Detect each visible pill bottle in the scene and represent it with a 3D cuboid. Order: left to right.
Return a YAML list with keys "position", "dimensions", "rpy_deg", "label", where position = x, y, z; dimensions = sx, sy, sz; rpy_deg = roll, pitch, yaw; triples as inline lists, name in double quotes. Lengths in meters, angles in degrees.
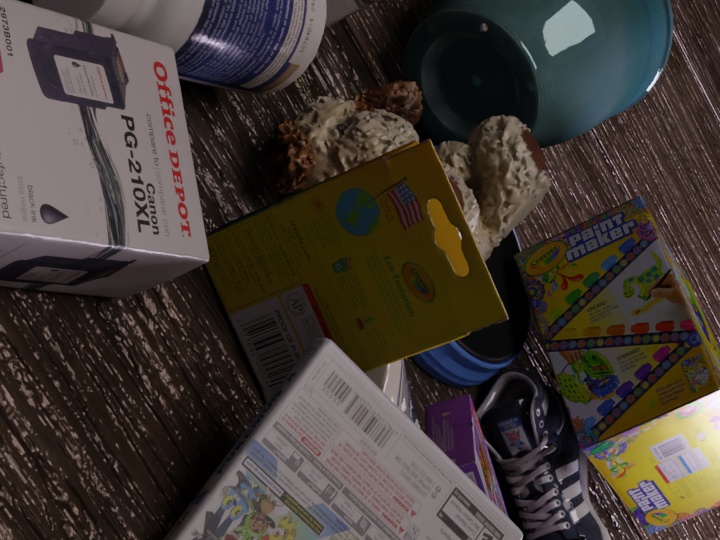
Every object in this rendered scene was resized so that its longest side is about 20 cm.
- position: [-0.120, -0.184, 1.108]
  dimensions: [0.199, 0.110, 0.112]
  rpy_deg: [5, 68, -55]
  label: "pill bottle"

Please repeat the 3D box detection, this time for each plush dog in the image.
- position: [0.017, -0.060, 1.234]
  dimensions: [0.172, 0.161, 0.199]
  rpy_deg: [43, 35, 15]
  label: "plush dog"

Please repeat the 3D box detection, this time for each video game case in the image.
- position: [-0.011, 0.176, 1.053]
  dimensions: [0.200, 0.022, 0.183]
  rpy_deg: [46, 69, -21]
  label: "video game case"

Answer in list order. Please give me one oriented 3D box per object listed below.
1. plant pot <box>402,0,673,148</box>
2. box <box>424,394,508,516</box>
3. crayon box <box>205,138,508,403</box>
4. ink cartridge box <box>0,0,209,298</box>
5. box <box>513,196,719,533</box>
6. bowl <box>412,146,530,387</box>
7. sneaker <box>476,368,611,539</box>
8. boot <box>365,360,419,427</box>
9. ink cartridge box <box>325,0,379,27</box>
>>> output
- position: [0.139, -0.189, 1.433]
  dimensions: [0.188, 0.199, 0.202]
  rpy_deg: [-40, 106, -46]
  label: "plant pot"
- position: [0.092, 0.206, 1.200]
  dimensions: [0.137, 0.039, 0.202]
  rpy_deg: [-81, 154, -75]
  label: "box"
- position: [0.000, 0.000, 1.103]
  dimensions: [0.051, 0.199, 0.128]
  rpy_deg: [-33, 100, -57]
  label: "crayon box"
- position: [-0.189, -0.070, 0.968]
  dimensions: [0.199, 0.084, 0.146]
  rpy_deg: [8, 66, -54]
  label: "ink cartridge box"
- position: [0.239, 0.083, 1.407]
  dimensions: [0.200, 0.121, 0.194]
  rpy_deg: [48, 21, -52]
  label: "box"
- position: [0.075, -0.007, 1.367]
  dimensions: [0.200, 0.039, 0.203]
  rpy_deg: [32, 48, -44]
  label: "bowl"
- position: [0.143, 0.173, 1.338]
  dimensions: [0.108, 0.070, 0.202]
  rpy_deg: [41, 35, -44]
  label: "sneaker"
- position: [0.012, 0.116, 1.193]
  dimensions: [0.090, 0.072, 0.202]
  rpy_deg: [38, 47, -57]
  label: "boot"
- position: [-0.021, -0.260, 1.213]
  dimensions: [0.147, 0.199, 0.084]
  rpy_deg: [63, 33, -8]
  label: "ink cartridge box"
